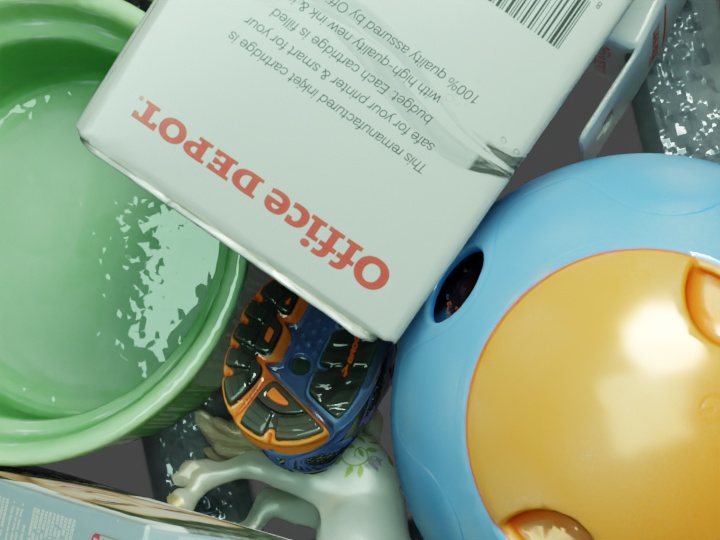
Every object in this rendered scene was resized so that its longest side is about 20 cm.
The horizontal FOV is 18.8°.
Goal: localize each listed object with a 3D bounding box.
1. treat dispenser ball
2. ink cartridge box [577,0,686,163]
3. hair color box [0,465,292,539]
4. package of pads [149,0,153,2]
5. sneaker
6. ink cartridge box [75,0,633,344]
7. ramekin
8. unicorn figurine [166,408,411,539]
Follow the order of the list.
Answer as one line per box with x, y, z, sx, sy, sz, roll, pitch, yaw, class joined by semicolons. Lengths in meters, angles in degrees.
0.111;0.055;0.851;0.199;0.201;0.202;-1;85;8;treat dispenser ball
0.114;-0.148;0.910;0.067;0.116;0.201;27;89;9;ink cartridge box
-0.117;0.117;0.879;0.199;0.099;0.061;10;86;45;hair color box
-0.100;-0.194;0.928;0.199;0.068;0.155;23;47;9;package of pads
0.000;0.000;0.926;0.075;0.079;0.201;24;64;15;sneaker
0.008;-0.097;0.812;0.144;0.084;0.201;34;99;-5;ink cartridge box
-0.131;-0.015;0.935;0.198;0.098;0.202;-1;83;12;ramekin
-0.001;0.139;0.921;0.136;0.074;0.201;-15;78;-3;unicorn figurine
